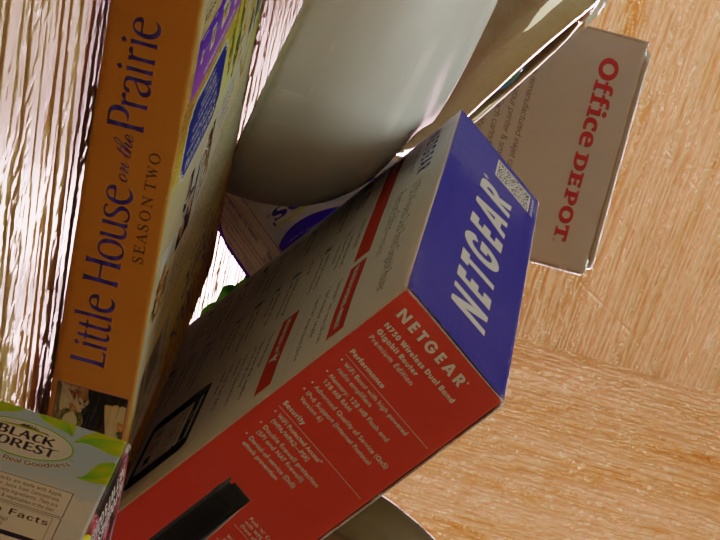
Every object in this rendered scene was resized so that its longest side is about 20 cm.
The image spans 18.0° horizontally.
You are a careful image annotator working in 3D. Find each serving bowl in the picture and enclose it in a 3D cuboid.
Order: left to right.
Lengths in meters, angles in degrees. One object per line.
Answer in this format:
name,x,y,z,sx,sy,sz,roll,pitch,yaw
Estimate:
serving bowl,0.016,-0.108,0.857,0.200,0.065,0.201,-155,-90,-87

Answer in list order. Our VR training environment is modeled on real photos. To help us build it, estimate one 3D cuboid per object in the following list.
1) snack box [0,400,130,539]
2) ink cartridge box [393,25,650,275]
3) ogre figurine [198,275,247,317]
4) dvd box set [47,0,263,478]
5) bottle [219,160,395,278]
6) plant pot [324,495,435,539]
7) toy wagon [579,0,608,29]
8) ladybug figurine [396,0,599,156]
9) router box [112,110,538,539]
snack box,-0.109,0.150,0.536,0.142,0.053,0.201,-70,175,-59
ink cartridge box,0.062,-0.093,1.388,0.086,0.199,0.149,-50,157,-85
ogre figurine,-0.021,0.024,1.088,0.120,0.200,0.098,-43,140,6
dvd box set,-0.058,-0.049,0.716,0.147,0.029,0.201,-73,177,-55
bottle,0.000,0.000,0.966,0.200,0.083,0.066,-128,-158,-57
plant pot,-0.056,0.221,1.118,0.174,0.199,0.201,-46,157,-47
toy wagon,0.063,-0.219,1.265,0.040,0.200,0.155,-48,-149,-14
ladybug figurine,0.049,-0.114,1.025,0.136,0.072,0.200,-42,179,-4
router box,-0.026,0.041,0.791,0.179,0.049,0.200,-38,-169,19
